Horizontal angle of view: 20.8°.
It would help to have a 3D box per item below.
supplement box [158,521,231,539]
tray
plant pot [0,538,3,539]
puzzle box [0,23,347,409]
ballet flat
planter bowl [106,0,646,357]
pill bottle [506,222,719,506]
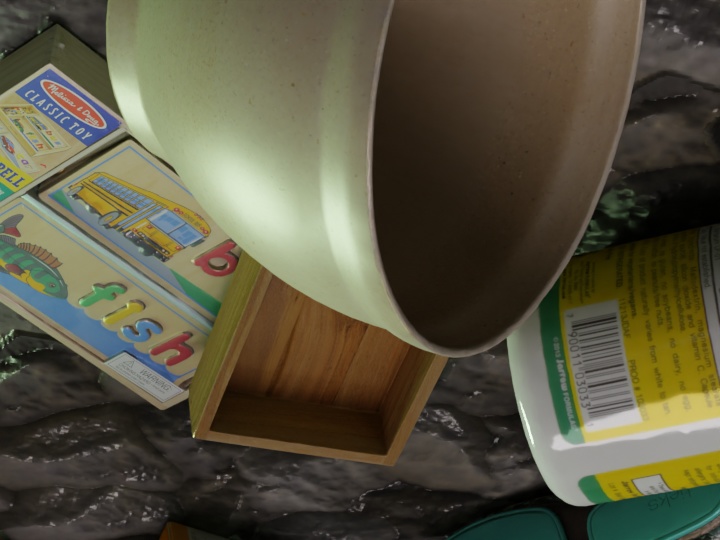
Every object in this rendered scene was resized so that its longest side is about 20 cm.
[{"bbox_3d":[-0.041,0.234,1.103,0.200,0.074,0.126,21,110,-21],"label":"supplement box"},{"bbox_3d":[0.000,0.000,0.852,0.099,0.037,0.200,10,131,-18],"label":"tray"},{"bbox_3d":[-0.291,0.240,1.073,0.200,0.183,0.200,3,140,3],"label":"plant pot"},{"bbox_3d":[-0.109,-0.016,0.876,0.133,0.025,0.200,-28,131,30],"label":"puzzle box"},{"bbox_3d":[0.126,0.149,1.034,0.200,0.074,0.074,-22,135,31],"label":"ballet flat"},{"bbox_3d":[-0.001,-0.084,0.684,0.135,0.200,0.200,16,147,28],"label":"planter bowl"},{"bbox_3d":[0.174,0.032,0.853,0.200,0.113,0.113,-13,138,17],"label":"pill bottle"}]
